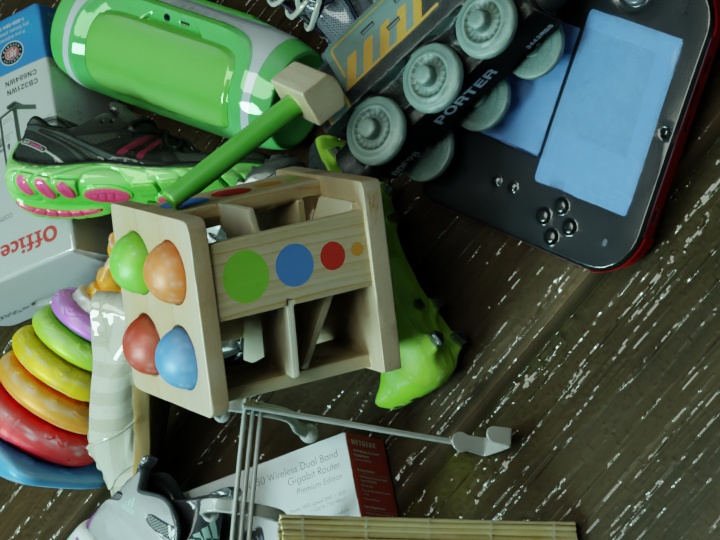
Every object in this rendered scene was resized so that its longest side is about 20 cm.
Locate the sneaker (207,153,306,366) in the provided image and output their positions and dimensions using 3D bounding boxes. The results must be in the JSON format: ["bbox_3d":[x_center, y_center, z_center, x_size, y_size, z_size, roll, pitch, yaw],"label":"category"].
[{"bbox_3d":[-0.077,0.014,1.738,0.090,0.066,0.201,44,116,26],"label":"sneaker"}]

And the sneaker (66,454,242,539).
[{"bbox_3d":[-0.114,0.207,1.660,0.140,0.078,0.200,-52,57,16],"label":"sneaker"}]

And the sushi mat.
[{"bbox_3d":[0.046,0.204,1.564,0.012,0.198,0.096,122,149,-68],"label":"sushi mat"}]

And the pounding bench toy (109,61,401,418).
[{"bbox_3d":[-0.081,-0.024,1.595,0.124,0.155,0.202,13,113,61],"label":"pounding bench toy"}]

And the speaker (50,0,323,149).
[{"bbox_3d":[-0.125,-0.150,1.781,0.199,0.088,0.089,21,93,28],"label":"speaker"}]

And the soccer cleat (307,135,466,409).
[{"bbox_3d":[0.000,0.000,1.690,0.081,0.067,0.201,-38,64,28],"label":"soccer cleat"}]

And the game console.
[{"bbox_3d":[0.137,-0.114,1.617,0.176,0.031,0.201,24,100,29],"label":"game console"}]

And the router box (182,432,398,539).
[{"bbox_3d":[-0.059,0.227,1.696,0.199,0.049,0.181,-23,69,30],"label":"router box"}]

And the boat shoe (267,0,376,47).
[{"bbox_3d":[-0.040,-0.194,1.725,0.201,0.092,0.075,64,147,30],"label":"boat shoe"}]

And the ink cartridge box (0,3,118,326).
[{"bbox_3d":[-0.255,-0.077,1.870,0.145,0.084,0.201,-22,68,30],"label":"ink cartridge box"}]

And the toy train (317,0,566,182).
[{"bbox_3d":[0.048,-0.145,1.622,0.200,0.085,0.114,-43,58,24],"label":"toy train"}]

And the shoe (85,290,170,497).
[{"bbox_3d":[-0.165,0.092,1.738,0.053,0.070,0.201,11,129,4],"label":"shoe"}]

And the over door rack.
[{"bbox_3d":[-0.008,0.169,1.607,0.067,0.198,0.149,125,152,-70],"label":"over door rack"}]

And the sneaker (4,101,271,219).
[{"bbox_3d":[-0.152,-0.081,1.762,0.198,0.077,0.084,4,63,-2],"label":"sneaker"}]

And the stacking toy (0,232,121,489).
[{"bbox_3d":[-0.204,0.052,1.789,0.116,0.109,0.201,39,106,31],"label":"stacking toy"}]
